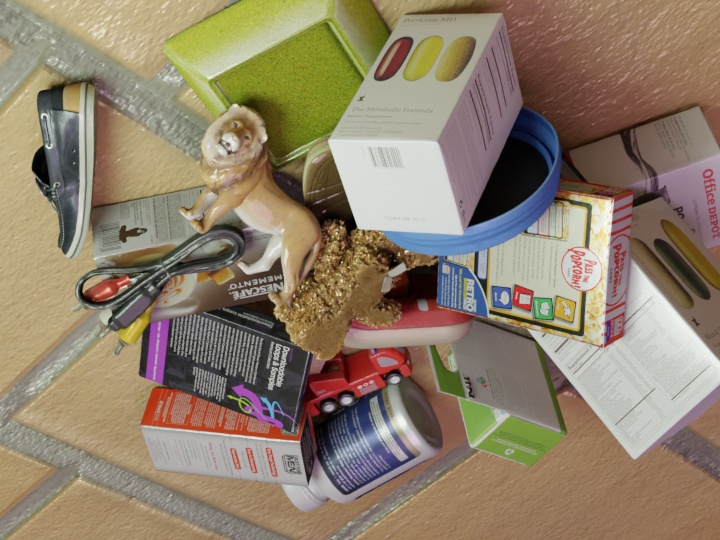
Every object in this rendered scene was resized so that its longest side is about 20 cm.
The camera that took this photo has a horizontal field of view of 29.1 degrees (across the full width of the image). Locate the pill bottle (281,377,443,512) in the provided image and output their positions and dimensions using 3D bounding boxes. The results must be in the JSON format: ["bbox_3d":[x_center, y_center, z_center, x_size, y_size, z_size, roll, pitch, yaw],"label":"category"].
[{"bbox_3d":[-0.004,0.226,1.764,0.199,0.112,0.111,-31,134,17],"label":"pill bottle"}]

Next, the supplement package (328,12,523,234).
[{"bbox_3d":[0.067,-0.142,1.313,0.113,0.201,0.110,3,135,25],"label":"supplement package"}]

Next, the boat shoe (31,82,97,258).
[{"bbox_3d":[-0.296,-0.100,1.387,0.062,0.075,0.201,3,130,-9],"label":"boat shoe"}]

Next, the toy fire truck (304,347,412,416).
[{"bbox_3d":[-0.049,0.109,1.677,0.199,0.049,0.141,-24,135,10],"label":"toy fire truck"}]

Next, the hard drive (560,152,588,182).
[{"bbox_3d":[0.151,-0.090,1.467,0.139,0.033,0.200,-39,99,25],"label":"hard drive"}]

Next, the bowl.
[{"bbox_3d":[0.100,-0.090,1.357,0.199,0.201,0.040,-17,129,4],"label":"bowl"}]

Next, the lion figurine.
[{"bbox_3d":[-0.096,-0.062,1.374,0.123,0.072,0.200,-46,119,-1],"label":"lion figurine"}]

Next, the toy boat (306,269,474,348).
[{"bbox_3d":[0.031,0.011,1.566,0.198,0.131,0.132,-3,106,-12],"label":"toy boat"}]

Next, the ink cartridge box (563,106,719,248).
[{"bbox_3d":[0.308,-0.077,1.549,0.199,0.084,0.146,-18,136,7],"label":"ink cartridge box"}]

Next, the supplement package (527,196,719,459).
[{"bbox_3d":[0.300,0.056,1.445,0.151,0.200,0.151,-18,154,-50],"label":"supplement package"}]

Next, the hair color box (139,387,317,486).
[{"bbox_3d":[-0.159,0.203,1.692,0.198,0.062,0.102,5,140,10],"label":"hair color box"}]

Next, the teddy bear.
[{"bbox_3d":[0.000,0.000,1.454,0.144,0.067,0.201,18,115,-38],"label":"teddy bear"}]

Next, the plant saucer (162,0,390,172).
[{"bbox_3d":[-0.061,-0.187,1.371,0.199,0.048,0.200,-26,135,12],"label":"plant saucer"}]

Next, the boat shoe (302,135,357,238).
[{"bbox_3d":[-0.026,-0.084,1.451,0.073,0.067,0.200,-19,149,-3],"label":"boat shoe"}]

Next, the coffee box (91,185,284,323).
[{"bbox_3d":[-0.177,-0.020,1.489,0.198,0.080,0.115,-11,137,-2],"label":"coffee box"}]

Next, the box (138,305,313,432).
[{"bbox_3d":[-0.154,0.097,1.586,0.199,0.036,0.144,20,133,7],"label":"box"}]

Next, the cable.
[{"bbox_3d":[-0.215,0.002,1.433,0.200,0.050,0.097,-39,113,8],"label":"cable"}]

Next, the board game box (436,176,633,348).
[{"bbox_3d":[0.171,-0.019,1.396,0.046,0.199,0.153,-20,118,-49],"label":"board game box"}]

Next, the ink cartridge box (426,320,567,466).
[{"bbox_3d":[0.139,0.136,1.682,0.199,0.148,0.076,20,129,-29],"label":"ink cartridge box"}]
